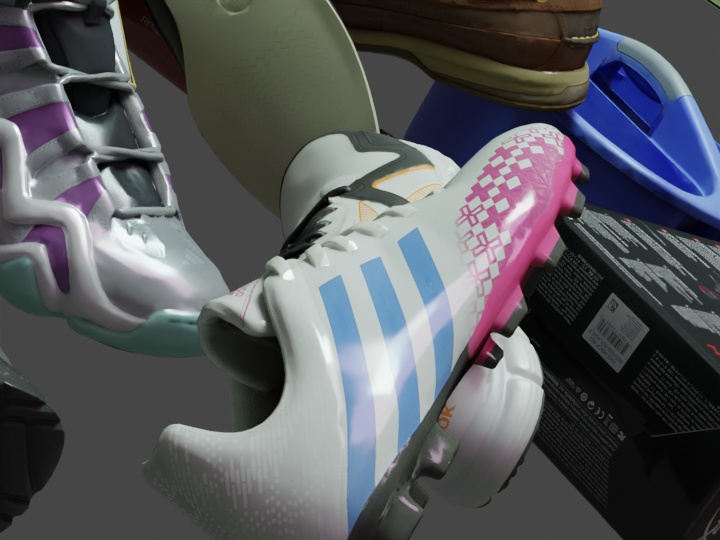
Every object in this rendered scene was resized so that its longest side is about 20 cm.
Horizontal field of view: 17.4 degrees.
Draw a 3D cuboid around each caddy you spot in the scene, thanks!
[{"bbox_3d":[0.113,-0.056,1.101,0.141,0.105,0.200,18,23,-40],"label":"caddy"}]

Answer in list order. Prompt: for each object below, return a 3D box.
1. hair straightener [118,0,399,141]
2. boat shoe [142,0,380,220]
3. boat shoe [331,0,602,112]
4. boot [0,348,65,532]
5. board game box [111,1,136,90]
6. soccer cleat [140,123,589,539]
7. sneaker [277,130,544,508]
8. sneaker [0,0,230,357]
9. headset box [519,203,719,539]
[{"bbox_3d":[-0.024,-0.075,1.021,0.200,0.041,0.077,33,17,17],"label":"hair straightener"},{"bbox_3d":[-0.048,-0.106,0.959,0.201,0.074,0.063,57,13,6],"label":"boat shoe"},{"bbox_3d":[0.010,-0.130,1.019,0.200,0.068,0.072,18,21,9],"label":"boat shoe"},{"bbox_3d":[-0.174,-0.004,0.573,0.200,0.070,0.132,32,11,-42],"label":"boot"},{"bbox_3d":[-0.169,-0.125,0.915,0.153,0.040,0.200,26,19,-20],"label":"board game box"},{"bbox_3d":[0.004,0.009,0.708,0.086,0.070,0.200,29,47,2],"label":"soccer cleat"},{"bbox_3d":[0.000,0.000,0.825,0.080,0.074,0.200,21,21,-26],"label":"sneaker"},{"bbox_3d":[-0.094,-0.075,0.746,0.200,0.140,0.078,38,18,18],"label":"sneaker"},{"bbox_3d":[0.150,0.052,0.934,0.200,0.075,0.149,12,28,-48],"label":"headset box"}]
